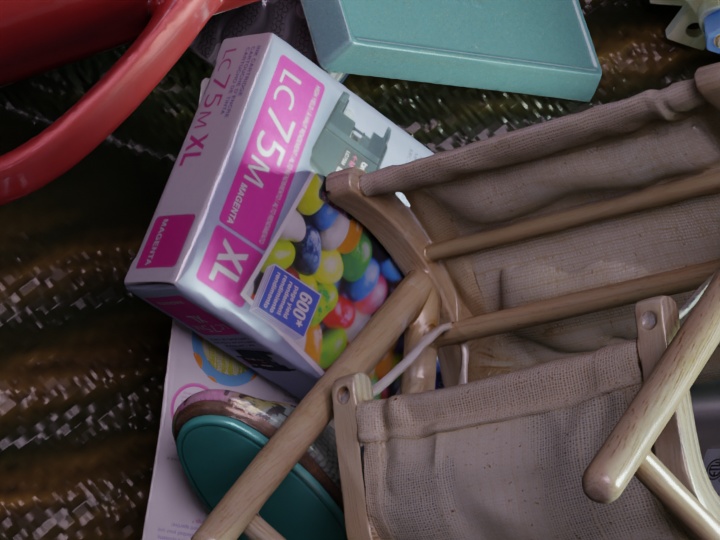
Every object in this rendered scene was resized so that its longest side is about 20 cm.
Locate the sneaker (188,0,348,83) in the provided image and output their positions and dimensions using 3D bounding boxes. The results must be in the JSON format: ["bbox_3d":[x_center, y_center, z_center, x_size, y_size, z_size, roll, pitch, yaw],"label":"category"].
[{"bbox_3d":[-0.081,-0.140,1.250,0.200,0.082,0.075,43,104,14],"label":"sneaker"}]

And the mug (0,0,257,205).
[{"bbox_3d":[-0.134,-0.122,1.150,0.200,0.133,0.178,-16,90,3],"label":"mug"}]

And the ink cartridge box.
[{"bbox_3d":[0.000,0.000,1.176,0.200,0.042,0.120,36,65,-38],"label":"ink cartridge box"}]

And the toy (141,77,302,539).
[{"bbox_3d":[-0.043,0.028,1.195,0.115,0.047,0.201,14,80,-36],"label":"toy"}]

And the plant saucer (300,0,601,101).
[{"bbox_3d":[0.043,-0.117,1.244,0.200,0.019,0.070,2,66,-51],"label":"plant saucer"}]

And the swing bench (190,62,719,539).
[{"bbox_3d":[0.072,0.048,1.057,0.130,0.199,0.200,45,49,-31],"label":"swing bench"}]

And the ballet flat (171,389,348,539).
[{"bbox_3d":[-0.005,0.107,1.155,0.200,0.069,0.071,50,44,-24],"label":"ballet flat"}]

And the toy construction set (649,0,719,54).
[{"bbox_3d":[0.198,-0.059,1.294,0.131,0.092,0.200,-7,63,6],"label":"toy construction set"}]

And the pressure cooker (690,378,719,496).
[{"bbox_3d":[0.154,0.118,1.155,0.176,0.200,0.179,-42,115,-41],"label":"pressure cooker"}]
